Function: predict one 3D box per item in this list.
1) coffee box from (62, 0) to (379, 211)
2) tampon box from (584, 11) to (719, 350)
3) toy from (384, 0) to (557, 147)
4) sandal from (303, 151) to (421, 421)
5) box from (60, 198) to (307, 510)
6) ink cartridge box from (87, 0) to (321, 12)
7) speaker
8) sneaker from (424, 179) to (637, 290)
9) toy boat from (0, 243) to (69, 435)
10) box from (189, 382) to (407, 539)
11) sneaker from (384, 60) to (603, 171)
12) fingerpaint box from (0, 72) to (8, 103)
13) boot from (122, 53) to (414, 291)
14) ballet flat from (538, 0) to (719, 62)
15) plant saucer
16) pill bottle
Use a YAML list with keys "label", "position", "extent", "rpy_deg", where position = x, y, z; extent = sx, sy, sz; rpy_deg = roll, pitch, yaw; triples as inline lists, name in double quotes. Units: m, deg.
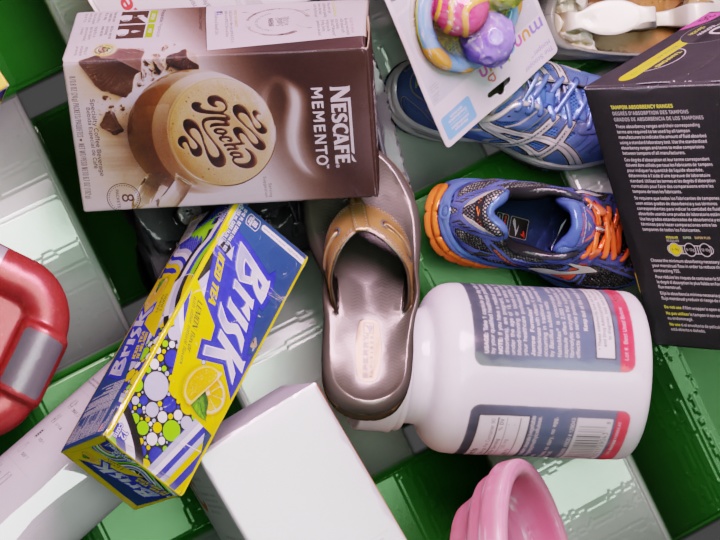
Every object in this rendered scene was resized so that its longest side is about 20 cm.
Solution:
- label: "coffee box"
  position: [-0.088, -0.110, 1.630]
  extent: [0.198, 0.080, 0.114]
  rpy_deg: [-3, 120, 3]
- label: "tampon box"
  position: [0.268, -0.064, 1.715]
  extent: [0.150, 0.126, 0.201]
  rpy_deg: [-31, 112, -38]
- label: "toy"
  position: [0.074, -0.188, 1.642]
  extent: [0.115, 0.047, 0.201]
  rpy_deg: [-41, 125, -21]
- label: "sandal"
  position: [0.000, 0.000, 1.654]
  extent: [0.081, 0.055, 0.201]
  rpy_deg: [0, 66, 1]
- label: "box"
  position: [-0.114, 0.054, 1.623]
  extent: [0.070, 0.064, 0.201]
  rpy_deg: [40, 58, -21]
- label: "ink cartridge box"
  position: [-0.089, -0.230, 1.679]
  extent: [0.199, 0.084, 0.147]
  rpy_deg: [-31, 93, 18]
- label: "speaker"
  position: [-0.198, 0.137, 1.676]
  extent: [0.200, 0.081, 0.081]
  rpy_deg: [-42, 95, -12]
- label: "sneaker"
  position: [0.146, -0.025, 1.743]
  extent: [0.199, 0.078, 0.076]
  rpy_deg: [3, 86, -26]
- label: "toy boat"
  position: [-0.290, 0.026, 1.636]
  extent: [0.199, 0.131, 0.131]
  rpy_deg: [26, 81, -9]
- label: "box"
  position: [-0.032, 0.187, 1.686]
  extent: [0.097, 0.124, 0.201]
  rpy_deg: [-31, 94, -12]
- label: "sneaker"
  position: [0.118, -0.115, 1.761]
  extent: [0.198, 0.077, 0.076]
  rpy_deg: [3, 84, -13]
- label: "fingerpaint box"
  position: [-0.307, -0.158, 1.609]
  extent: [0.073, 0.200, 0.167]
  rpy_deg: [-33, 94, -11]
- label: "boot"
  position: [-0.076, -0.085, 1.729]
  extent: [0.199, 0.066, 0.166]
  rpy_deg: [-17, 88, -8]
- label: "ballet flat"
  position: [0.220, -0.179, 1.794]
  extent: [0.198, 0.064, 0.068]
  rpy_deg: [-2, 87, -13]
- label: "plant saucer"
  position: [0.107, 0.232, 1.691]
  extent: [0.050, 0.200, 0.202]
  rpy_deg: [-13, 89, 18]
- label: "pill bottle"
  position: [0.093, 0.069, 1.723]
  extent: [0.198, 0.120, 0.121]
  rpy_deg: [3, 86, -12]
